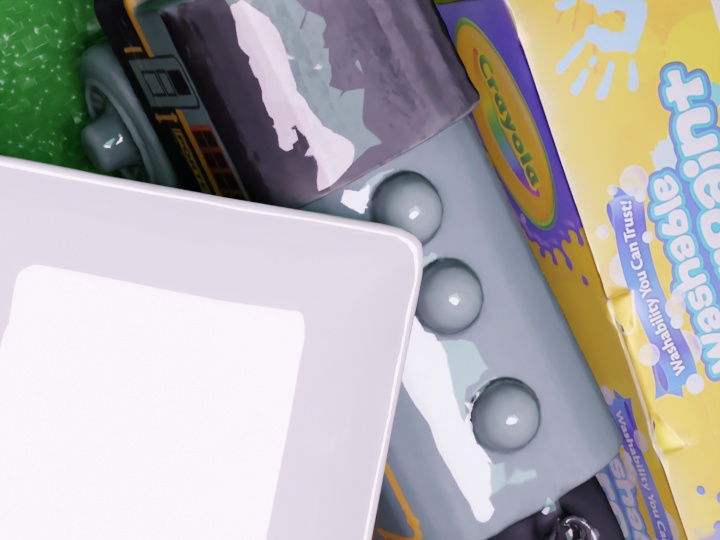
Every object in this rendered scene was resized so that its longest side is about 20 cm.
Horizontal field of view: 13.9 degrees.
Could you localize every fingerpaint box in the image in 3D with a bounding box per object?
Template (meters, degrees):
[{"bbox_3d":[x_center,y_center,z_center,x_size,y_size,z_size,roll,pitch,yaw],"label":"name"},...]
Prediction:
[{"bbox_3d":[0.125,-0.004,0.766,0.166,0.073,0.201,-23,99,-18],"label":"fingerpaint box"}]

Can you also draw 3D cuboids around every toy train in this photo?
[{"bbox_3d":[0.000,0.000,0.701,0.085,0.114,0.201,-28,101,-15],"label":"toy train"}]

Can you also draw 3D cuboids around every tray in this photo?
[{"bbox_3d":[-0.057,0.080,0.635,0.107,0.022,0.201,10,94,-16],"label":"tray"}]
